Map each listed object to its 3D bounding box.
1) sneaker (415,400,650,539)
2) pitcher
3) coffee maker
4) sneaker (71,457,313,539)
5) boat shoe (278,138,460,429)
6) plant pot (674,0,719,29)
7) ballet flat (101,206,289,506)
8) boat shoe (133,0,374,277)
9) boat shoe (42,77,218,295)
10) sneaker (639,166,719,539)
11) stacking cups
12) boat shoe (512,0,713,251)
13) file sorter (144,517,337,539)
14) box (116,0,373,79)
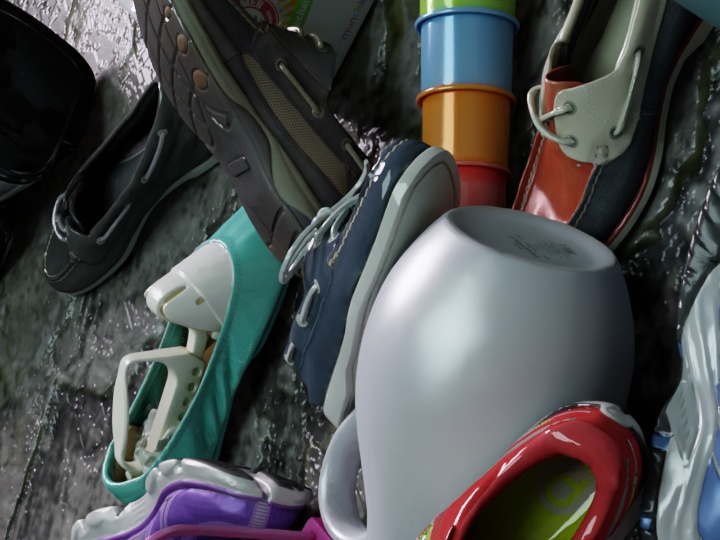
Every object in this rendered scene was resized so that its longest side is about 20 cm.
[{"bbox_3d":[0.039,0.131,0.853,0.077,0.085,0.200,38,96,12],"label":"sneaker"},{"bbox_3d":[0.040,0.067,0.976,0.172,0.121,0.200,39,121,52],"label":"pitcher"},{"bbox_3d":[-0.282,-0.096,1.405,0.200,0.135,0.192,-36,52,38],"label":"coffee maker"},{"bbox_3d":[-0.092,0.158,1.134,0.200,0.081,0.084,-37,44,50],"label":"sneaker"},{"bbox_3d":[0.000,0.000,1.022,0.062,0.075,0.200,41,151,19],"label":"boat shoe"},{"bbox_3d":[0.190,-0.169,0.809,0.161,0.200,0.201,50,118,34],"label":"plant pot"},{"bbox_3d":[-0.095,0.045,1.180,0.067,0.070,0.200,27,99,52],"label":"ballet flat"},{"bbox_3d":[-0.050,-0.093,1.108,0.200,0.073,0.074,61,158,-10],"label":"boat shoe"},{"bbox_3d":[-0.151,-0.056,1.292,0.200,0.057,0.067,-41,49,35],"label":"boat shoe"},{"bbox_3d":[0.173,0.034,0.868,0.077,0.076,0.200,6,82,28],"label":"sneaker"},{"bbox_3d":[0.058,-0.105,1.057,0.060,0.060,0.200,-16,71,48],"label":"stacking cups"},{"bbox_3d":[0.111,-0.087,0.976,0.071,0.063,0.200,40,111,47],"label":"boat shoe"},{"bbox_3d":[-0.038,0.230,0.986,0.200,0.125,0.139,46,115,39],"label":"file sorter"},{"bbox_3d":[-0.042,-0.208,1.171,0.113,0.101,0.200,47,115,47],"label":"box"}]
